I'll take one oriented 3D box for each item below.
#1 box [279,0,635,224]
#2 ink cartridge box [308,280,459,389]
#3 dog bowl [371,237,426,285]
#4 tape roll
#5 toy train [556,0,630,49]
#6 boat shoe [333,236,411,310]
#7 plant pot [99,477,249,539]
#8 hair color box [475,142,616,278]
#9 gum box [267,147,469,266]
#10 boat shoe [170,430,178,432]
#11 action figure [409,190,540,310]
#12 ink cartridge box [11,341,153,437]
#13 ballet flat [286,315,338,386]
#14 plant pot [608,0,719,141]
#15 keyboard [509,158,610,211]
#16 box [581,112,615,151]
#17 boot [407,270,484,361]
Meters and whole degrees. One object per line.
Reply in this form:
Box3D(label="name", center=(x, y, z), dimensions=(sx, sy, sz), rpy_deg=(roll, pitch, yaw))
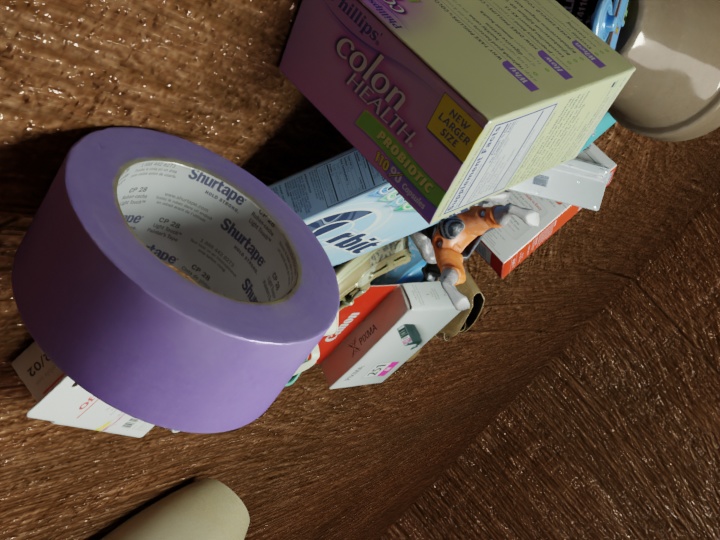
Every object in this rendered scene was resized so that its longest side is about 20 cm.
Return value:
Box3D(label="box", center=(0.075, -0.152, 0.709), dimensions=(0.199, 0.176, 0.097), rpy_deg=(-25, 154, -42))
Box3D(label="ink cartridge box", center=(0.005, 0.083, 1.154), dimensions=(0.172, 0.044, 0.200), rpy_deg=(-3, 148, -39))
Box3D(label="dog bowl", center=(0.064, 0.010, 1.223), dimensions=(0.112, 0.050, 0.200), rpy_deg=(-46, 161, 9))
Box3D(label="tape roll", center=(-0.117, 0.002, 0.615), dimensions=(0.085, 0.200, 0.199), rpy_deg=(-52, 159, 25))
Box3D(label="toy train", center=(0.197, -0.221, 0.856), dimensions=(0.114, 0.086, 0.202), rpy_deg=(7, 97, -65))
Box3D(label="boat shoe", center=(0.000, 0.000, 0.975), dimensions=(0.073, 0.063, 0.200), rpy_deg=(-10, -160, 39))
Box3D(label="plant pot", center=(-0.241, 0.377, 1.229), dimensions=(0.200, 0.187, 0.188), rpy_deg=(-45, 167, -42))
Box3D(label="hair color box", center=(0.220, -0.099, 1.211), dimensions=(0.200, 0.111, 0.064), rpy_deg=(-40, 162, -8))
Box3D(label="gum box", center=(-0.019, -0.050, 0.825), dimensions=(0.198, 0.045, 0.170), rpy_deg=(-22, 166, 17))
Box3D(label="boat shoe", center=(-0.142, 0.076, 0.925), dimensions=(0.200, 0.067, 0.073), rpy_deg=(-51, 160, 22))
Box3D(label="action figure", center=(0.106, -0.073, 0.965), dimensions=(0.104, 0.194, 0.201), rpy_deg=(23, 102, -27))
Box3D(label="ink cartridge box", center=(-0.205, 0.072, 0.787), dimensions=(0.115, 0.068, 0.200), rpy_deg=(-43, 161, -1))
Box3D(label="ballet flat", center=(-0.059, 0.059, 1.050), dimensions=(0.067, 0.071, 0.201), rpy_deg=(-19, 149, -43))
Box3D(label="plant pot", center=(0.297, -0.249, 0.980), dimensions=(0.173, 0.201, 0.201), rpy_deg=(5, 132, -41))
Box3D(label="keyboard", center=(0.220, -0.118, 1.137), dimensions=(0.198, 0.011, 0.057), rpy_deg=(10, 105, -26))
Box3D(label="box", center=(0.300, -0.231, 1.138), dimensions=(0.200, 0.082, 0.049), rpy_deg=(-41, 160, -9))
Box3D(label="boot", center=(0.098, 0.072, 1.234), dimensions=(0.073, 0.076, 0.201), rpy_deg=(-29, 158, -39))
